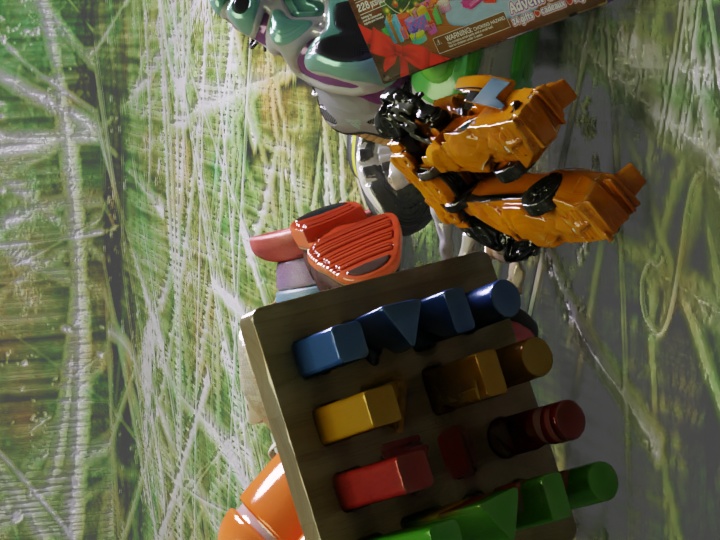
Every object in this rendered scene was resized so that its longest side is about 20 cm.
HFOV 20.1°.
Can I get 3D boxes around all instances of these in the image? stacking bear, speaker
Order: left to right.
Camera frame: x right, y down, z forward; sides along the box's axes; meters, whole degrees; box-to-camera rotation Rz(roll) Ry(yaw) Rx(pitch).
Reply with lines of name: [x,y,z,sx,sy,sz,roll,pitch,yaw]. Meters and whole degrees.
stacking bear: [-0.011,0.058,1.692,0.114,0.121,0.201,-163,61,-84]
speaker: [0.083,-0.188,1.322,0.089,0.088,0.201,-113,25,-51]

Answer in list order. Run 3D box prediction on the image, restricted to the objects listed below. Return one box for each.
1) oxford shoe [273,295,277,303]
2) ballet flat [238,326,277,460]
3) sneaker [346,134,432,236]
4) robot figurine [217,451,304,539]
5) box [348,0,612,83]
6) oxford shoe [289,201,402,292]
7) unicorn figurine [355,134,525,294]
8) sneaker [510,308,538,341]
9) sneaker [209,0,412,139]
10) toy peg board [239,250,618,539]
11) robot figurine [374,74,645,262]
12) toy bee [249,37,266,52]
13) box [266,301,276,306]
oxford shoe: [-0.039,0.023,1.868,0.200,0.057,0.076,132,135,-67]
ballet flat: [-0.063,0.132,1.722,0.201,0.062,0.067,60,-151,-14]
sneaker: [0.029,-0.087,1.592,0.201,0.074,0.085,-97,7,-48]
robot figurine: [-0.032,0.193,1.603,0.144,0.200,0.117,37,173,47]
box: [0.063,-0.204,1.238,0.199,0.039,0.138,-15,100,48]
oxford shoe: [0.000,0.000,1.485,0.200,0.071,0.073,-129,19,-75]
unicorn figurine: [0.070,-0.047,1.449,0.200,0.073,0.138,-9,84,59]
sneaker: [0.032,0.074,1.412,0.074,0.199,0.087,45,-139,-49]
sneaker: [-0.029,-0.151,1.449,0.200,0.078,0.140,42,169,39]
toy peg board: [0.056,0.092,1.261,0.098,0.199,0.200,-22,83,51]
robot figurine: [0.087,-0.066,1.266,0.145,0.058,0.200,49,164,-19]
toy bee: [-0.005,-0.252,1.643,0.131,0.108,0.201,-131,64,-78]
box: [-0.041,0.129,1.836,0.201,0.041,0.119,68,161,10]
